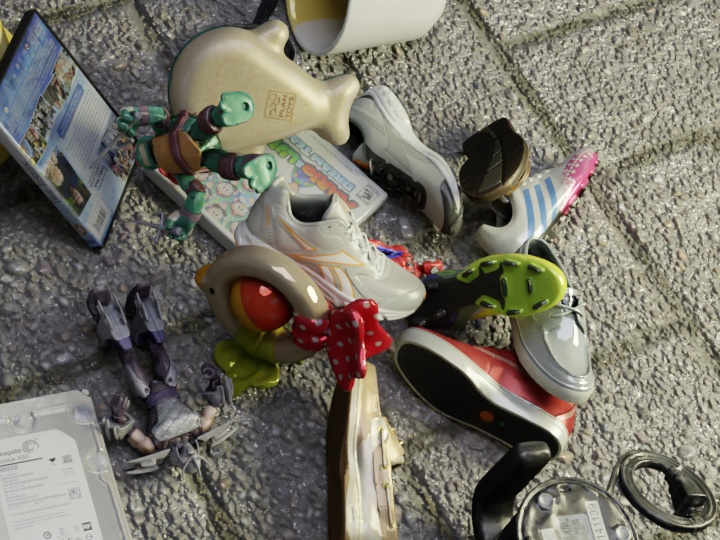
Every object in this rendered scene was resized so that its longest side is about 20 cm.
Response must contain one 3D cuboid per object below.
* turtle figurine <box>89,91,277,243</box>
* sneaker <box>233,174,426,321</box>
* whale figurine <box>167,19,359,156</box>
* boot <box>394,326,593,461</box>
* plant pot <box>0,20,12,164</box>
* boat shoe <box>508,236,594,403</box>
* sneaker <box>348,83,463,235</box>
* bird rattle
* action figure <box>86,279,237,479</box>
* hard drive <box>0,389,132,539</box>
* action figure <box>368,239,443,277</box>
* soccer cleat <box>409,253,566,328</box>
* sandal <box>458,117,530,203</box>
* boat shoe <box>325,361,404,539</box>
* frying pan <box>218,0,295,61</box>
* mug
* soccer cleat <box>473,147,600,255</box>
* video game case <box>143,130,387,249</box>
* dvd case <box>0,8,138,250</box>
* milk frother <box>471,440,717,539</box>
[{"bbox_3d":[-0.177,-0.114,1.572,0.150,0.199,0.101,55,47,-29],"label":"turtle figurine"},{"bbox_3d":[-0.019,-0.023,1.557,0.198,0.092,0.076,23,30,-12],"label":"sneaker"},{"bbox_3d":[-0.105,-0.186,1.680,0.198,0.161,0.104,6,16,-19],"label":"whale figurine"},{"bbox_3d":[0.139,0.091,1.644,0.199,0.073,0.145,31,47,0],"label":"boot"},{"bbox_3d":[-0.423,-0.212,1.550,0.198,0.190,0.202,5,56,-7],"label":"plant pot"},{"bbox_3d":[0.191,0.044,1.618,0.069,0.072,0.202,6,40,-22],"label":"boat shoe"},{"bbox_3d":[0.043,-0.110,1.742,0.079,0.074,0.201,-27,64,-21],"label":"sneaker"},{"bbox_3d":[-0.077,0.048,1.512,0.164,0.199,0.113,52,57,-21],"label":"bird rattle"},{"bbox_3d":[-0.194,0.108,1.512,0.129,0.069,0.201,-15,67,-32],"label":"action figure"},{"bbox_3d":[-0.284,0.210,1.432,0.138,0.038,0.201,-8,60,-24],"label":"hard drive"},{"bbox_3d":[0.000,0.000,1.652,0.198,0.052,0.066,-1,67,-32],"label":"action figure"},{"bbox_3d":[0.132,0.017,1.616,0.083,0.199,0.065,-16,93,-47],"label":"soccer cleat"},{"bbox_3d":[0.149,-0.111,1.743,0.055,0.081,0.200,59,8,-17],"label":"sandal"},{"bbox_3d":[0.008,0.182,1.536,0.068,0.074,0.202,9,65,-17],"label":"boat shoe"},{"bbox_3d":[-0.135,-0.260,1.795,0.114,0.031,0.191,-2,38,-11],"label":"frying pan"},{"bbox_3d":[0.009,-0.337,1.832,0.152,0.149,0.188,-5,66,-31],"label":"mug"},{"bbox_3d":[0.195,-0.082,1.770,0.086,0.070,0.200,33,53,5],"label":"soccer cleat"},{"bbox_3d":[-0.098,-0.092,1.703,0.200,0.024,0.182,42,55,10],"label":"video game case"},{"bbox_3d":[-0.292,-0.138,1.583,0.017,0.200,0.144,-10,45,28],"label":"dvd case"},{"bbox_3d":[0.204,0.262,1.474,0.198,0.189,0.182,13,56,-11],"label":"milk frother"}]
